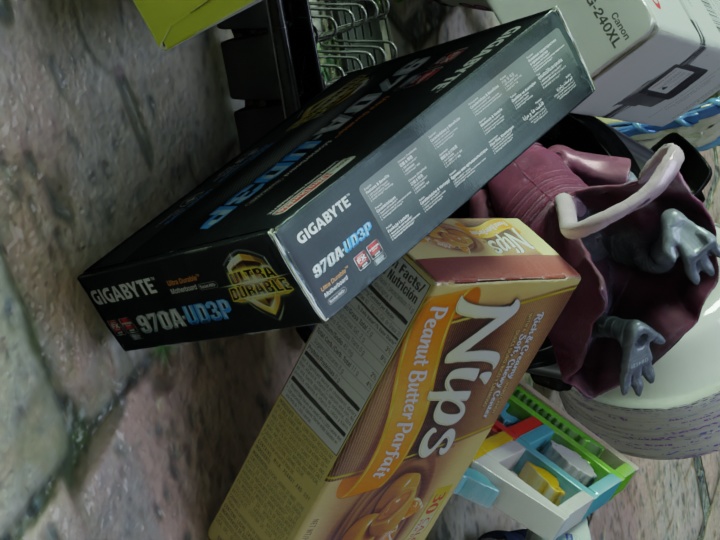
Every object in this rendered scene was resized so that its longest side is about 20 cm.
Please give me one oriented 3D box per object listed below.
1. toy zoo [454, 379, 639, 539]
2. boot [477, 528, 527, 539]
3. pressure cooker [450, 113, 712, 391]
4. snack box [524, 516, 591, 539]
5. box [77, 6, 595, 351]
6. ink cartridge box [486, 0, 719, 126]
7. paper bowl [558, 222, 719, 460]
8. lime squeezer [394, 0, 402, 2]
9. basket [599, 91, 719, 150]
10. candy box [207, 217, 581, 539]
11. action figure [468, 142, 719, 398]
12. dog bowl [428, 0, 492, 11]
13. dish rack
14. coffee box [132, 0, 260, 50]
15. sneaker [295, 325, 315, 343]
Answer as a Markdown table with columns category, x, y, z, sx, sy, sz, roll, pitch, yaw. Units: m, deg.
| category | x | y | z | sx | sy | sz | roll | pitch | yaw |
| --- | --- | --- | --- | --- | --- | --- | --- | --- | --- |
| toy zoo | 0.099 | 0.116 | 1.078 | 0.021 | 0.131 | 0.200 | -60 | 160 | 17 |
| boot | 0.113 | 0.282 | 1.161 | 0.090 | 0.073 | 0.201 | 14 | 68 | -55 |
| pressure cooker | 0.138 | -0.011 | 1.101 | 0.200 | 0.175 | 0.180 | 14 | 77 | -59 |
| snack box | 0.109 | 0.264 | 1.055 | 0.116 | 0.037 | 0.201 | -86 | -172 | -71 |
| box | -0.011 | -0.040 | 0.749 | 0.200 | 0.159 | 0.046 | -40 | 108 | -34 |
| ink cartridge box | 0.149 | -0.173 | 1.015 | 0.200 | 0.083 | 0.146 | -3 | 61 | -60 |
| paper bowl | 0.238 | 0.039 | 1.277 | 0.105 | 0.200 | 0.201 | 64 | 34 | -38 |
| lime squeezer | 0.009 | -0.235 | 0.982 | 0.071 | 0.038 | 0.200 | -109 | 174 | -51 |
| basket | 0.202 | -0.167 | 1.247 | 0.200 | 0.176 | 0.140 | 66 | 17 | -66 |
| candy box | 0.015 | 0.069 | 0.828 | 0.115 | 0.055 | 0.200 | -2 | 128 | -48 |
| action figure | 0.102 | -0.023 | 0.909 | 0.200 | 0.134 | 0.149 | 49 | -5 | 49 |
| dog bowl | 0.066 | -0.266 | 1.093 | 0.200 | 0.073 | 0.201 | 13 | 76 | -63 |
| dish rack | -0.014 | -0.115 | 0.936 | 0.200 | 0.054 | 0.154 | -37 | 121 | -60 |
| coffee box | -0.018 | -0.246 | 0.720 | 0.200 | 0.199 | 0.198 | 62 | 31 | -10 |
| sneaker | 0.000 | 0.000 | 0.942 | 0.079 | 0.089 | 0.200 | 64 | 11 | -3 |
